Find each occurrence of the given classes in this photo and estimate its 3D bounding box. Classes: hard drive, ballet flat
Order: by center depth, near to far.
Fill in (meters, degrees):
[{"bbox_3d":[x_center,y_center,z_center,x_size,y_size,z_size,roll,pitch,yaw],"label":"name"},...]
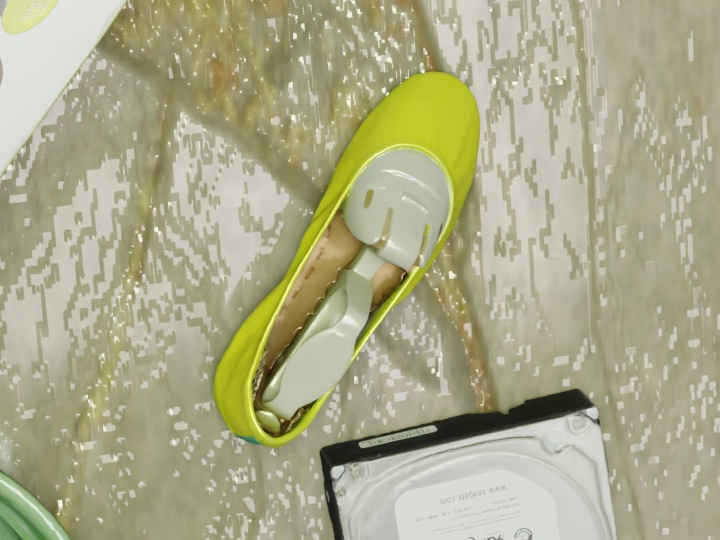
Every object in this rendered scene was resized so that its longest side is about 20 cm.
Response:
[{"bbox_3d":[0.000,0.000,1.281,0.067,0.067,0.200,32,96,-17],"label":"ballet flat"},{"bbox_3d":[0.064,0.171,1.355,0.139,0.038,0.201,-11,107,-9],"label":"hard drive"}]

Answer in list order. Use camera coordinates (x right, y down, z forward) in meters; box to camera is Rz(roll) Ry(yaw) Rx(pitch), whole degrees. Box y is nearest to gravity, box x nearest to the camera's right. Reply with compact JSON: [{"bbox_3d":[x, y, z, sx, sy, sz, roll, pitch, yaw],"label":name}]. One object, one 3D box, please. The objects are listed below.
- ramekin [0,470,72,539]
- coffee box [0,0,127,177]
[{"bbox_3d":[-0.222,0.167,1.252,0.199,0.098,0.201,-2,98,-12],"label":"ramekin"},{"bbox_3d":[-0.230,-0.120,1.131,0.197,0.200,0.200,35,95,-19],"label":"coffee box"}]
